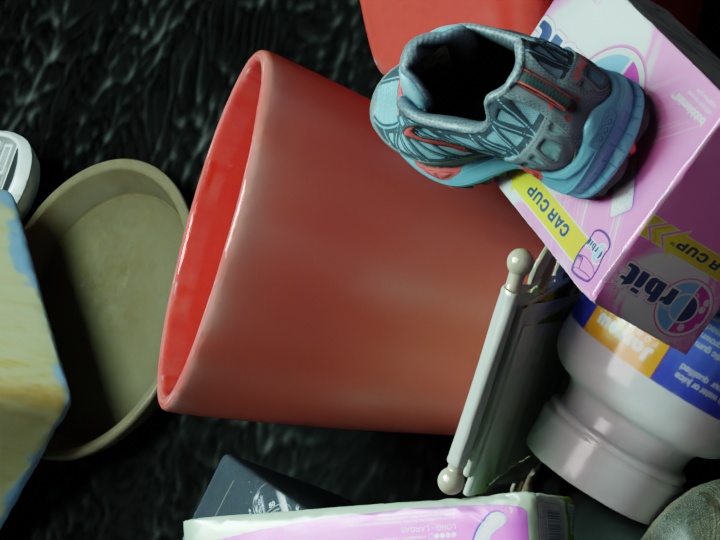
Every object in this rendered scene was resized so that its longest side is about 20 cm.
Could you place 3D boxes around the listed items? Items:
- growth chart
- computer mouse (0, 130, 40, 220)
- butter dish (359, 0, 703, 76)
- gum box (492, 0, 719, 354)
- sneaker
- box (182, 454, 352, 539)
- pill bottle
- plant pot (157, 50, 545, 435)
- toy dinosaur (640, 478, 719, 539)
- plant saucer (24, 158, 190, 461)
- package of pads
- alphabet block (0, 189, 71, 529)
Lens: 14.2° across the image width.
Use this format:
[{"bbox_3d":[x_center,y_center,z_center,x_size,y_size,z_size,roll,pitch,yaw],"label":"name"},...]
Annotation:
[{"bbox_3d":[0.086,0.053,1.485,0.018,0.200,0.146,20,92,16],"label":"growth chart"},{"bbox_3d":[-0.273,-0.056,1.986,0.199,0.044,0.110,8,74,52],"label":"computer mouse"},{"bbox_3d":[0.093,-0.128,1.580,0.199,0.199,0.149,6,100,46],"label":"butter dish"},{"bbox_3d":[0.131,-0.062,1.413,0.114,0.066,0.200,-55,30,13],"label":"gum box"},{"bbox_3d":[0.054,-0.092,1.394,0.200,0.095,0.080,8,70,59],"label":"sneaker"},{"bbox_3d":[-0.035,0.235,1.583,0.182,0.104,0.201,29,94,48],"label":"box"},{"bbox_3d":[0.169,0.024,1.467,0.112,0.112,0.201,39,101,46],"label":"pill bottle"},{"bbox_3d":[0.000,0.000,1.562,0.200,0.176,0.202,-164,90,-80],"label":"plant pot"},{"bbox_3d":[0.168,0.156,1.434,0.102,0.077,0.201,35,106,30],"label":"toy dinosaur"},{"bbox_3d":[-0.167,0.027,1.856,0.199,0.029,0.201,-19,61,39],"label":"plant saucer"},{"bbox_3d":[0.012,0.196,1.445,0.199,0.068,0.156,-7,80,21],"label":"package of pads"},{"bbox_3d":[-0.325,0.066,1.832,0.197,0.199,0.196,-59,39,36],"label":"alphabet block"}]
